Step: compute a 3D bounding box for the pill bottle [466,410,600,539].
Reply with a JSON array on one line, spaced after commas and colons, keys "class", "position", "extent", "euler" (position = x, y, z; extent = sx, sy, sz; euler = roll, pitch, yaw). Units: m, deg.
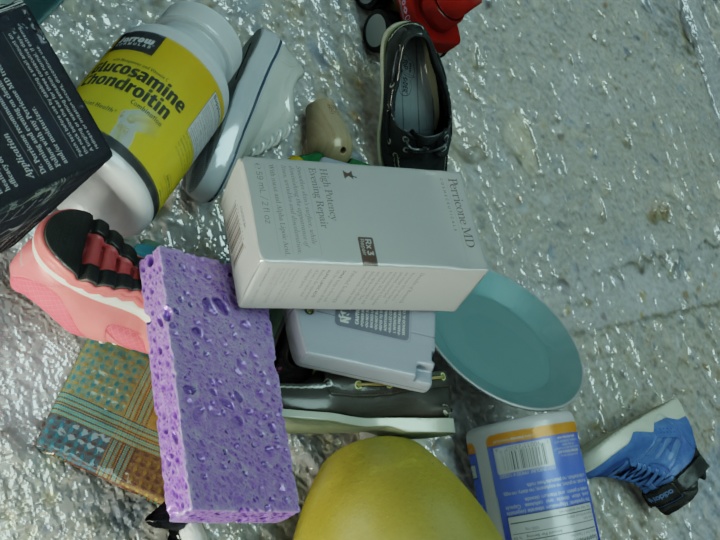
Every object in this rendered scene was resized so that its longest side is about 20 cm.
[{"class": "pill bottle", "position": [0.174, 0.246, 1.056], "extent": [0.111, 0.112, 0.203], "euler": [-1, 76, -39]}]

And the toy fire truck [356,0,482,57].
[{"class": "toy fire truck", "position": [0.074, -0.332, 1.122], "extent": [0.128, 0.199, 0.178], "euler": [-2, 75, -39]}]

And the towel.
[{"class": "towel", "position": [-0.157, 0.085, 0.888], "extent": [0.145, 0.022, 0.202], "euler": [27, 60, -10]}]

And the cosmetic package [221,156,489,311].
[{"class": "cosmetic package", "position": [-0.005, -0.027, 0.872], "extent": [0.198, 0.074, 0.103], "euler": [0, 59, -24]}]

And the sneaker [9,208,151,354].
[{"class": "sneaker", "position": [-0.184, 0.028, 0.853], "extent": [0.200, 0.086, 0.074], "euler": [38, 40, -31]}]

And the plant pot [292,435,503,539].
[{"class": "plant pot", "position": [0.024, 0.227, 0.912], "extent": [0.198, 0.200, 0.143], "euler": [20, 38, -32]}]

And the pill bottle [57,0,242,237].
[{"class": "pill bottle", "position": [-0.178, -0.133, 0.907], "extent": [0.112, 0.112, 0.201], "euler": [42, 53, -19]}]

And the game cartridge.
[{"class": "game cartridge", "position": [0.000, 0.000, 0.928], "extent": [0.131, 0.042, 0.202], "euler": [11, 56, -11]}]

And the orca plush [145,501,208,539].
[{"class": "orca plush", "position": [-0.139, 0.270, 0.820], "extent": [0.070, 0.105, 0.202], "euler": [-12, 113, 0]}]

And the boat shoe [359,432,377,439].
[{"class": "boat shoe", "position": [0.017, 0.063, 1.000], "extent": [0.069, 0.071, 0.203], "euler": [13, 89, -33]}]

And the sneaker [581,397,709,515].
[{"class": "sneaker", "position": [0.318, 0.221, 1.203], "extent": [0.199, 0.077, 0.112], "euler": [-13, 73, -47]}]

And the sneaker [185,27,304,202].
[{"class": "sneaker", "position": [-0.097, -0.137, 1.000], "extent": [0.070, 0.073, 0.202], "euler": [33, 56, -21]}]

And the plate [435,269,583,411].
[{"class": "plate", "position": [0.138, 0.070, 1.108], "extent": [0.198, 0.026, 0.201], "euler": [21, 36, -16]}]

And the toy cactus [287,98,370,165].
[{"class": "toy cactus", "position": [-0.020, -0.092, 1.045], "extent": [0.198, 0.102, 0.167], "euler": [-3, 66, -30]}]

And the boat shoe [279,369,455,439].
[{"class": "boat shoe", "position": [-0.010, 0.107, 0.921], "extent": [0.199, 0.072, 0.061], "euler": [8, 73, -29]}]

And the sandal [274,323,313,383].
[{"class": "sandal", "position": [-0.054, 0.060, 0.981], "extent": [0.200, 0.048, 0.076], "euler": [-41, 100, -39]}]

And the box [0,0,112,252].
[{"class": "box", "position": [-0.305, -0.056, 0.719], "extent": [0.196, 0.199, 0.125], "euler": [-33, 95, -40]}]

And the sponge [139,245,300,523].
[{"class": "sponge", "position": [-0.105, 0.086, 0.811], "extent": [0.111, 0.030, 0.202], "euler": [17, 53, -47]}]

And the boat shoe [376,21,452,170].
[{"class": "boat shoe", "position": [0.060, -0.149, 1.095], "extent": [0.073, 0.066, 0.202], "euler": [-4, 101, -16]}]

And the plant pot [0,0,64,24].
[{"class": "plant pot", "position": [-0.289, -0.329, 0.847], "extent": [0.199, 0.196, 0.197], "euler": [38, 54, -9]}]
